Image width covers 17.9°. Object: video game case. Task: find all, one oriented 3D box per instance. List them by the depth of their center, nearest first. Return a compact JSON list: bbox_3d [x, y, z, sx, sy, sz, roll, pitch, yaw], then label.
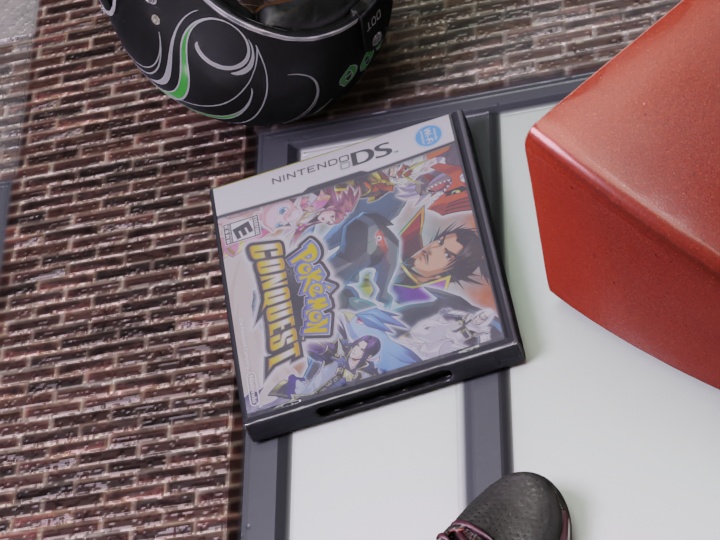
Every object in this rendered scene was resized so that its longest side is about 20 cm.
[{"bbox_3d":[0.000,0.000,1.471,0.180,0.026,0.200,-17,51,7],"label":"video game case"}]

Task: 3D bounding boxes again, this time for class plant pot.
[{"bbox_3d":[0.232,-0.037,1.317,0.200,0.200,0.176,-39,63,-11],"label":"plant pot"}]

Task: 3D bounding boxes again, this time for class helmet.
[{"bbox_3d":[-0.078,-0.193,1.538,0.199,0.191,0.201,4,74,-16],"label":"helmet"}]

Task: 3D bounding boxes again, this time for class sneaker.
[{"bbox_3d":[0.047,0.177,1.263,0.076,0.116,0.200,19,63,30],"label":"sneaker"}]
